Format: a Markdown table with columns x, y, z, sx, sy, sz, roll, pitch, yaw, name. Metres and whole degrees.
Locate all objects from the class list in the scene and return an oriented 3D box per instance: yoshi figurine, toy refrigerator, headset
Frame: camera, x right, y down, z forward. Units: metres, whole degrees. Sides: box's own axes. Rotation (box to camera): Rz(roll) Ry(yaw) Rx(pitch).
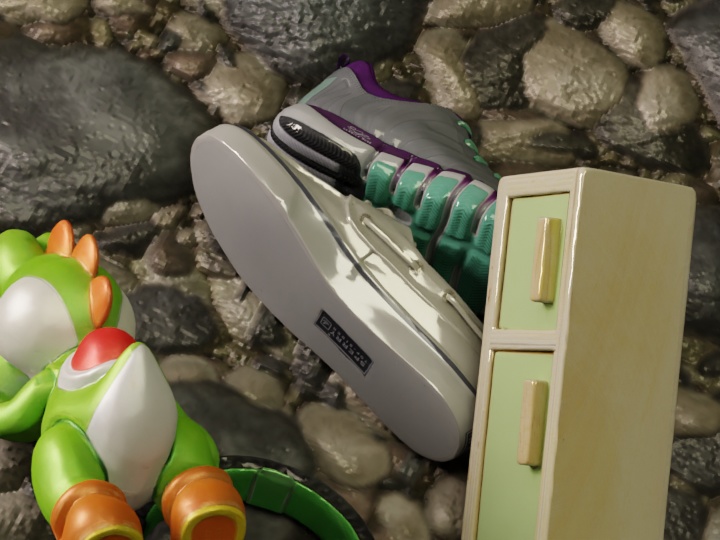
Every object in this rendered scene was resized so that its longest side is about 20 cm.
| x | y | z | sx | sy | sz | roll | pitch | yaw | name |
| --- | --- | --- | --- | --- | --- | --- | --- | --- | --- |
| -0.126 | 0.070 | 0.980 | 0.112 | 0.113 | 0.200 | -33 | 48 | 3 | yoshi figurine |
| 0.095 | 0.059 | 1.022 | 0.070 | 0.076 | 0.202 | 9 | 85 | -26 | toy refrigerator |
| -0.052 | 0.157 | 0.966 | 0.123 | 0.094 | 0.201 | 17 | 46 | -5 | headset |

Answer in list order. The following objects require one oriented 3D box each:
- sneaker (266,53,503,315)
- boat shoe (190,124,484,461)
| x | y | z | sx | sy | sz | roll | pitch | yaw | name |
| --- | --- | --- | --- | --- | --- | --- | --- | --- | --- |
| 0.054 | -0.043 | 1.130 | 0.199 | 0.075 | 0.088 | 33 | 52 | 6 | sneaker |
| 0.000 | 0.000 | 1.089 | 0.200 | 0.072 | 0.066 | 45 | 54 | 11 | boat shoe |
